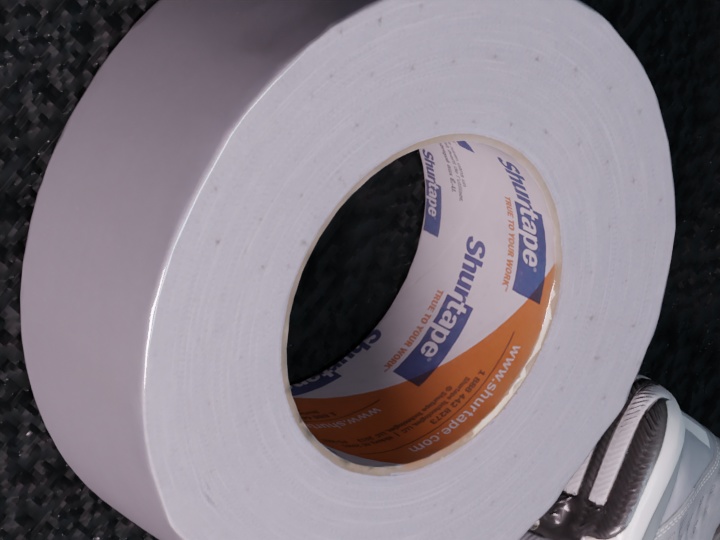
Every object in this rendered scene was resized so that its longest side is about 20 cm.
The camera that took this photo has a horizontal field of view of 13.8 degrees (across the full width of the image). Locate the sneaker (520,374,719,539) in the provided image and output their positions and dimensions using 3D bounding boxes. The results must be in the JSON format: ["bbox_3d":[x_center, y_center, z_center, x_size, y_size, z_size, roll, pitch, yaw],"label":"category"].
[{"bbox_3d":[0.081,0.141,1.014,0.115,0.075,0.200,27,90,-47],"label":"sneaker"}]

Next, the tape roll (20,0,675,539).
[{"bbox_3d":[0.000,0.000,0.883,0.200,0.066,0.201,-17,120,-33],"label":"tape roll"}]
